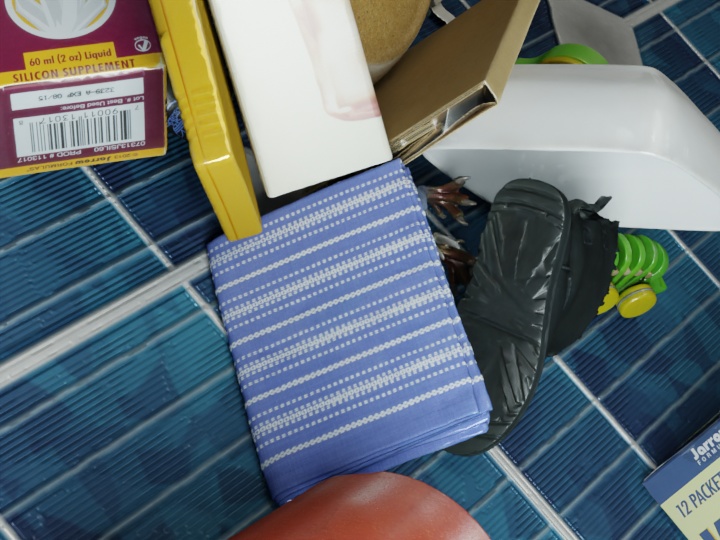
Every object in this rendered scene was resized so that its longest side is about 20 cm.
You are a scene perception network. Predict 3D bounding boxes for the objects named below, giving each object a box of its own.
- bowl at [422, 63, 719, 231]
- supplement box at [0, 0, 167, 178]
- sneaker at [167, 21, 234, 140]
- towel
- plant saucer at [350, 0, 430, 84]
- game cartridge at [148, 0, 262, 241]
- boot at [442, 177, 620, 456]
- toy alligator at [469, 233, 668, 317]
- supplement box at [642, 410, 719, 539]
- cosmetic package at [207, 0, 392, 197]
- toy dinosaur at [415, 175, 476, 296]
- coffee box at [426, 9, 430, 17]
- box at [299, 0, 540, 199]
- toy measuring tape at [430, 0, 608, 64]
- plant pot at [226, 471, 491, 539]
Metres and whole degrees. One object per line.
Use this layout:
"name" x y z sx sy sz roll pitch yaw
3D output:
"bowl" 0.162 -0.089 1.492 0.200 0.199 0.075 29 67 -58
"supplement box" -0.190 -0.165 1.323 0.110 0.086 0.201 -8 55 -11
"sneaker" -0.104 -0.160 1.453 0.078 0.070 0.200 40 43 -9
"towel" -0.009 0.037 1.301 0.024 0.144 0.201 56 14 -55
"plant saucer" 0.002 -0.216 1.475 0.200 0.035 0.201 -18 112 -55
"game cartridge" -0.102 -0.130 1.287 0.032 0.176 0.201 -14 75 0
"boot" 0.112 0.032 1.433 0.073 0.199 0.162 17 -1 19
"toy alligator" 0.167 -0.006 1.562 0.199 0.054 0.059 5 50 -41
"supplement box" 0.343 0.154 1.501 0.200 0.134 0.200 50 37 10
"cosmetic package" -0.050 -0.162 1.344 0.103 0.087 0.201 -113 -173 -65
"toy dinosaur" 0.000 0.000 1.414 0.181 0.105 0.200 -14 27 -36
"coffee box" -0.016 -0.290 1.631 0.200 0.044 0.123 64 5 27
"box" 0.046 -0.124 1.459 0.021 0.163 0.200 50 29 -15
"toy measuring tape" 0.140 -0.170 1.687 0.200 0.074 0.074 43 36 -1
"plant pot" -0.021 0.204 1.076 0.201 0.201 0.195 47 28 5
